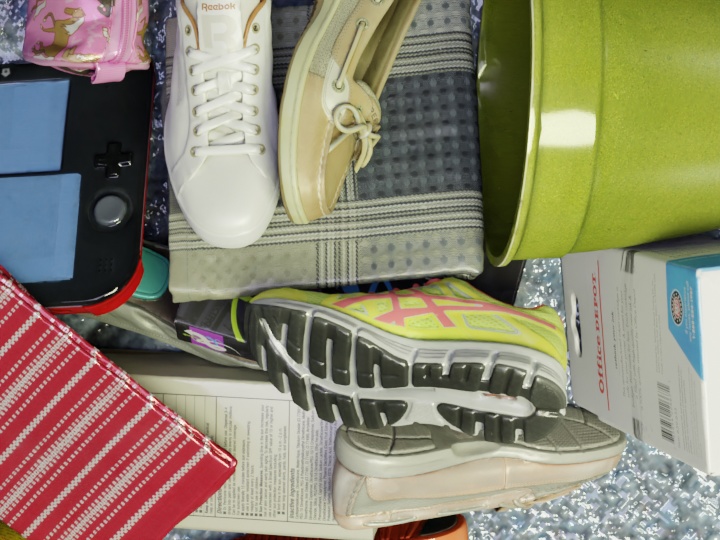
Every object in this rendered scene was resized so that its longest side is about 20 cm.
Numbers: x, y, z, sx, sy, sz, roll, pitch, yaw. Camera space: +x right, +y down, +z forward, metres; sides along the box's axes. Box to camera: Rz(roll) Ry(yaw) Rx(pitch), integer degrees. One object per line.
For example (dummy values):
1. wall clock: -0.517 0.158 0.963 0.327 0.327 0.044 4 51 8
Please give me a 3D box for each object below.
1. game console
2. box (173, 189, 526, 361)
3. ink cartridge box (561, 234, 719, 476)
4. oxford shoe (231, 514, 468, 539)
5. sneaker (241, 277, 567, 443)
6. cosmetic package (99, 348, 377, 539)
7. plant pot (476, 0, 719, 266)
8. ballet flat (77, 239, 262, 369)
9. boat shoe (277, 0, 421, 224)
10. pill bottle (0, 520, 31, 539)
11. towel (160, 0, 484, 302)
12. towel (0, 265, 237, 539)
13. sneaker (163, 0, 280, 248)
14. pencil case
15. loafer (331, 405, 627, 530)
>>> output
1. game console: -0.230 -0.053 1.097 0.198 0.031 0.178 -3 69 8
2. box: 0.000 0.000 1.079 0.199 0.036 0.144 16 70 3
3. ink cartridge box: 0.188 0.040 1.029 0.066 0.200 0.117 -8 99 -14
4. oxford shoe: -0.025 0.208 1.134 0.198 0.071 0.073 -7 104 9
5. sneaker: 0.029 0.041 1.016 0.199 0.091 0.079 13 132 12
6. cosmetic package: -0.083 0.111 1.123 0.198 0.071 0.106 4 101 7
7. plant pot: 0.175 -0.100 1.005 0.191 0.200 0.202 2 100 -4
8. ballet flat: -0.118 0.020 1.122 0.199 0.064 0.068 21 62 4
9. boat shoe: 0.000 -0.120 1.025 0.063 0.073 0.202 10 66 14
10. pill bottle: -0.242 0.223 1.097 0.112 0.200 0.114 1 100 7
11. towel: -0.026 -0.077 1.068 0.198 0.035 0.194 -4 72 4
12. towel: -0.190 0.102 1.072 0.200 0.023 0.145 40 114 -9
13. sneaker: -0.086 -0.116 1.025 0.072 0.085 0.201 -4 73 3
14. pencil case: -0.162 -0.217 1.067 0.082 0.087 0.202 6 97 -1
15. loafer: 0.071 0.123 1.083 0.199 0.072 0.063 0 115 -25
